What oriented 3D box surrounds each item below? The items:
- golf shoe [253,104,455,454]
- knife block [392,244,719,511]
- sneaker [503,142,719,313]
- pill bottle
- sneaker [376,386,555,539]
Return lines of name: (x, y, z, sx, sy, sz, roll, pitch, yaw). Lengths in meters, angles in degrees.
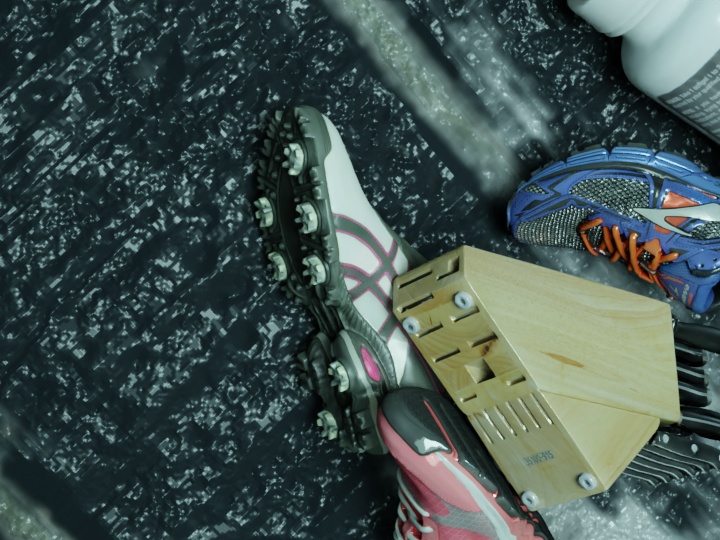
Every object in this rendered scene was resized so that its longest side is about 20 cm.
golf shoe: (0.000, 0.000, 0.881, 0.088, 0.077, 0.202, -21, 107, -26)
knife block: (0.132, 0.041, 0.886, 0.201, 0.064, 0.175, 55, 49, -8)
sneaker: (0.177, -0.018, 0.879, 0.198, 0.075, 0.079, 6, 65, 12)
pill bottle: (0.218, -0.127, 0.890, 0.199, 0.111, 0.111, 31, 88, -15)
sneaker: (0.050, 0.145, 0.873, 0.086, 0.074, 0.200, -35, 130, 4)
